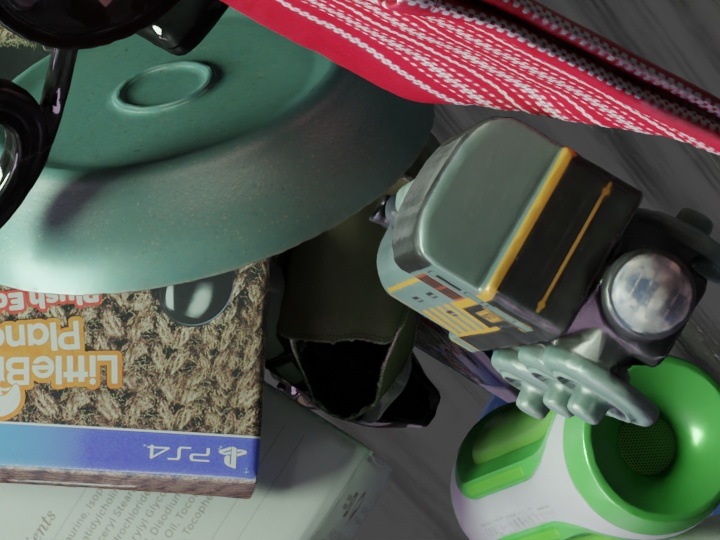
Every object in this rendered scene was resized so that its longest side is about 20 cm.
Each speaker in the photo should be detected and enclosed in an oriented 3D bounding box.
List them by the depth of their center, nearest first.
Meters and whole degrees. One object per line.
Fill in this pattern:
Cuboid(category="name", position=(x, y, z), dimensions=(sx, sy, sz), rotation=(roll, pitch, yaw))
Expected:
Cuboid(category="speaker", position=(0.103, 0.090, 1.289), dimensions=(0.088, 0.088, 0.200), rotation=(41, 162, -4))

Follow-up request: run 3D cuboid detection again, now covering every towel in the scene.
Cuboid(category="towel", position=(0.023, -0.075, 0.911), dimensions=(0.145, 0.022, 0.200), rotation=(23, 178, -30))

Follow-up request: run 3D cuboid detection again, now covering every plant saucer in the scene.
Cuboid(category="plant saucer", position=(-0.072, -0.058, 1.094), dimensions=(0.200, 0.200, 0.036), rotation=(30, 141, 51))

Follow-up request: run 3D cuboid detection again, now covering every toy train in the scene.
Cuboid(category="toy train", position=(0.063, -0.001, 1.027), dimensions=(0.114, 0.085, 0.200), rotation=(32, 174, -5))

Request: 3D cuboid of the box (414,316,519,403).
Cuboid(category="box", position=(0.018, -0.012, 1.387), dimensions=(0.137, 0.038, 0.200), rotation=(31, 168, 48))

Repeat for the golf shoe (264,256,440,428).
Cuboid(category="golf shoe", position=(-0.019, 0.024, 1.396), dimensions=(0.094, 0.078, 0.200), rotation=(25, 173, 30))

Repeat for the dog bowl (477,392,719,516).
Cuboid(category="dog bowl", position=(0.138, 0.110, 1.451), dimensions=(0.200, 0.050, 0.111), rotation=(32, 169, 42))

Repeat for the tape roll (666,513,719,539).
Cuboid(category="tape roll", position=(0.182, 0.212, 1.271), dimensions=(0.202, 0.202, 0.071), rotation=(44, 171, -22))

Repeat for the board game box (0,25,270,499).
Cuboid(category="board game box", position=(-0.119, -0.007, 1.224), dimensions=(0.159, 0.200, 0.097), rotation=(3, 171, -4))

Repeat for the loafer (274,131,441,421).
Cuboid(category="loafer", position=(0.000, 0.000, 1.248), dimensions=(0.075, 0.070, 0.200), rotation=(4, 146, 8))

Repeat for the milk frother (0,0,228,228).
Cuboid(category="milk frother", position=(-0.165, -0.120, 1.016), dimensions=(0.188, 0.200, 0.181), rotation=(33, 154, 42))

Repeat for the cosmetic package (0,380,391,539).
Cuboid(category="cosmetic package", position=(-0.115, 0.107, 1.357), dimensions=(0.200, 0.166, 0.167), rotation=(32, 176, 7))
